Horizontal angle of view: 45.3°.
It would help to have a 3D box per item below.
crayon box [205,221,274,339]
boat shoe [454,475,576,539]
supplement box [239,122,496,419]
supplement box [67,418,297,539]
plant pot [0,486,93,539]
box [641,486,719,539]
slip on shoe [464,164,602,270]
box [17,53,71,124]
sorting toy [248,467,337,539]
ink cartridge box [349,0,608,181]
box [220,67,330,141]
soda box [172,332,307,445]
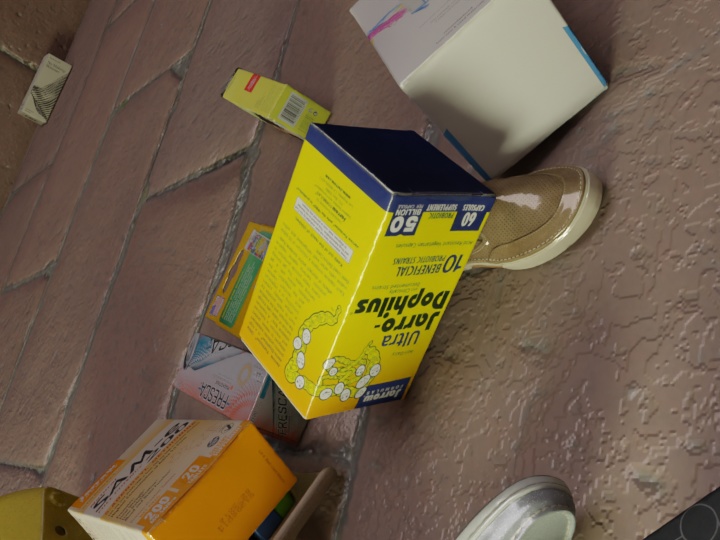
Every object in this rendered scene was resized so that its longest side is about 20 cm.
[{"bbox_3d":[-0.085,0.023,0.920,0.200,0.051,0.126,18,82,58],"label":"crayon box"},{"bbox_3d":[0.078,0.217,0.515,0.065,0.074,0.203,40,105,52],"label":"boat shoe"},{"bbox_3d":[0.000,0.000,0.678,0.110,0.109,0.201,45,125,38],"label":"supplement box"},{"bbox_3d":[-0.165,0.201,0.772,0.200,0.074,0.126,-14,27,53],"label":"supplement box"},{"bbox_3d":[-0.349,0.354,0.938,0.200,0.194,0.196,-46,34,16],"label":"plant pot"},{"bbox_3d":[0.197,0.152,0.350,0.200,0.106,0.122,-46,35,24],"label":"box"},{"bbox_3d":[0.097,-0.043,0.689,0.200,0.060,0.076,-10,58,53],"label":"slip on shoe"},{"bbox_3d":[-0.962,-0.552,2.631,0.068,0.082,0.201,3,71,57],"label":"box"},{"bbox_3d":[-0.127,0.246,0.757,0.200,0.037,0.185,-24,21,49],"label":"sorting toy"},{"bbox_3d":[0.090,-0.197,0.734,0.125,0.128,0.200,-40,35,13],"label":"ink cartridge box"},{"bbox_3d":[-0.115,-0.217,1.125,0.050,0.075,0.200,-60,30,4],"label":"box"},{"bbox_3d":[-0.122,0.118,0.891,0.200,0.063,0.069,9,74,57],"label":"soda box"}]
